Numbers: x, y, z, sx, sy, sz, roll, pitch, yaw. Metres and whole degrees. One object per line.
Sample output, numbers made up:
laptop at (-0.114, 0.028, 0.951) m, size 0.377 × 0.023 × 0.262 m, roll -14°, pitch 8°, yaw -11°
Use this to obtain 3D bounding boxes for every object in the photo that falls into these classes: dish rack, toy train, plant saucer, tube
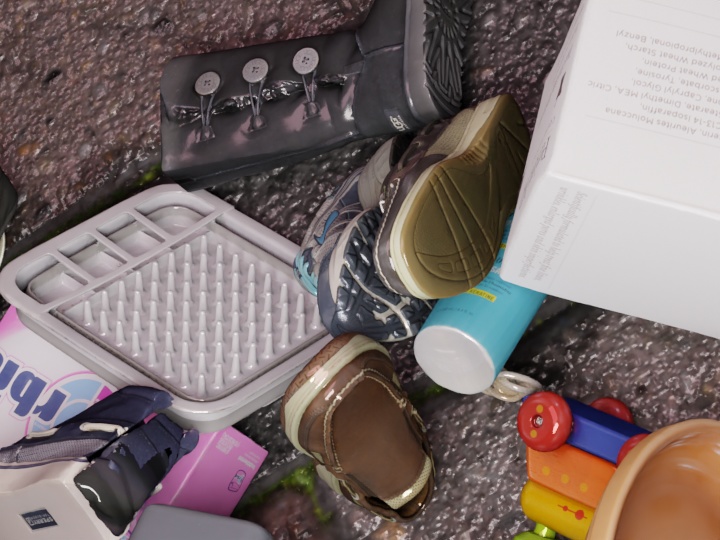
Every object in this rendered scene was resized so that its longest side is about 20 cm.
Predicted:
dish rack at (-0.107, 0.028, 1.543) m, size 0.199 × 0.044 × 0.171 m, roll 29°, pitch 43°, yaw 33°
toy train at (0.108, 0.125, 1.422) m, size 0.199 × 0.084 × 0.116 m, roll 22°, pitch 98°, yaw 37°
plant saucer at (0.174, 0.179, 1.294) m, size 0.037 × 0.200 × 0.202 m, roll -9°, pitch 65°, yaw 42°
tube at (0.094, -0.011, 1.462) m, size 0.077 × 0.051 × 0.200 m, roll 10°, pitch 44°, yaw 25°

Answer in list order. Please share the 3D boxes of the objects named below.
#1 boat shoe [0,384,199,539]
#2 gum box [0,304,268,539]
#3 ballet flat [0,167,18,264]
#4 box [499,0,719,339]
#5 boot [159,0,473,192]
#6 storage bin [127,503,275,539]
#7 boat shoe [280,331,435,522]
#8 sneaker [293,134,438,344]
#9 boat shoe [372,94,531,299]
boat shoe at (-0.171, 0.120, 1.475) m, size 0.093 × 0.075 × 0.199 m, roll -45°, pitch 21°, yaw -31°
gum box at (-0.171, 0.110, 1.567) m, size 0.199 × 0.066 × 0.114 m, roll 28°, pitch 83°, yaw 33°
ballet flat at (-0.273, 0.022, 1.654) m, size 0.068 × 0.068 × 0.201 m, roll 14°, pitch 77°, yaw 32°
box at (0.193, -0.055, 1.336) m, size 0.199 × 0.199 × 0.132 m, roll 15°, pitch 73°, yaw 0°
boot at (-0.032, -0.142, 1.599) m, size 0.199 × 0.066 × 0.166 m, roll -14°, pitch 49°, yaw 28°
storage bin at (-0.073, 0.228, 1.403) m, size 0.145 × 0.200 × 0.135 m, roll 8°, pitch 64°, yaw 29°
boat shoe at (0.011, 0.095, 1.408) m, size 0.075 × 0.202 × 0.075 m, roll 41°, pitch 83°, yaw 18°
sneaker at (0.000, 0.000, 1.488) m, size 0.086 × 0.078 × 0.200 m, roll -34°, pitch 15°, yaw 24°
boat shoe at (0.044, -0.038, 1.433) m, size 0.066 × 0.072 × 0.201 m, roll -14°, pitch 22°, yaw 29°
